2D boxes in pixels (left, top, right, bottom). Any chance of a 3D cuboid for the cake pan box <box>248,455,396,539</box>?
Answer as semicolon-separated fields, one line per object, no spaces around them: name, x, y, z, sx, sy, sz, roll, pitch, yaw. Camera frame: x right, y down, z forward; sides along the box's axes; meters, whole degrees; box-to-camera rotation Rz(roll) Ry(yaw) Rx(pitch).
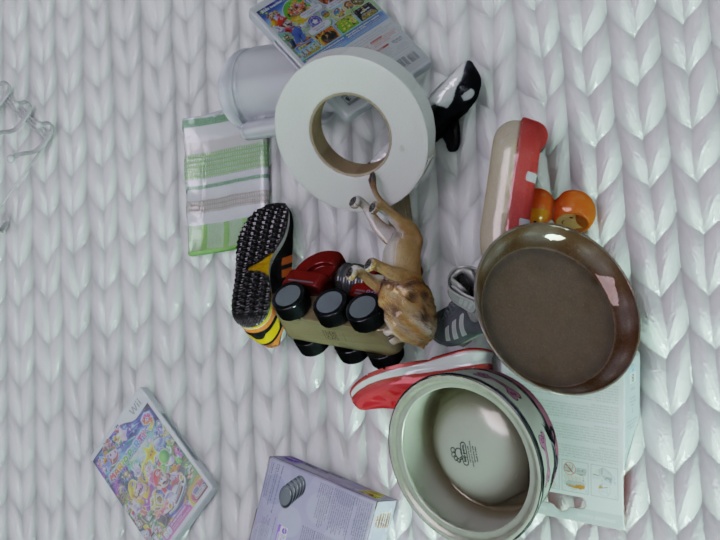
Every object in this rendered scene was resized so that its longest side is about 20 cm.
cake pan box;-0.059;0.358;1.749;0.183;0.052;0.202;14;92;38

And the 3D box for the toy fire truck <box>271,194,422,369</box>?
toy fire truck;0.000;0.000;1.728;0.175;0.129;0.201;7;52;34

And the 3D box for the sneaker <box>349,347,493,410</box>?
sneaker;0.077;0.170;1.662;0.199;0.078;0.117;-20;71;33

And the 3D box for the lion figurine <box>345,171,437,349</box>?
lion figurine;0.045;-0.012;1.622;0.072;0.122;0.202;-30;43;44

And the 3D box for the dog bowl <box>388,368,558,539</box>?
dog bowl;0.131;0.199;1.519;0.198;0.074;0.203;13;112;34

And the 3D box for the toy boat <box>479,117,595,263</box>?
toy boat;0.208;-0.071;1.591;0.129;0.131;0.203;8;88;6

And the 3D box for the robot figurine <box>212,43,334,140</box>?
robot figurine;-0.107;-0.243;1.815;0.198;0.113;0.171;-2;50;29

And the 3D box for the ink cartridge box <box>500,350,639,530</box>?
ink cartridge box;0.240;0.183;1.577;0.159;0.047;0.203;6;103;35

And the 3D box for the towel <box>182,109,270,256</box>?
towel;-0.190;-0.127;1.916;0.148;0.031;0.203;-9;79;35

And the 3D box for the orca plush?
orca plush;0.089;-0.166;1.701;0.071;0.105;0.200;42;99;-5

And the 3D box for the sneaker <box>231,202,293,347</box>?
sneaker;-0.122;0.008;1.829;0.069;0.090;0.202;-5;55;19

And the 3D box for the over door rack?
over door rack;-0.581;-0.183;2.176;0.148;0.066;0.201;40;107;33

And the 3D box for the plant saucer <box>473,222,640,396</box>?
plant saucer;0.210;0.045;1.493;0.035;0.198;0.202;127;129;-60

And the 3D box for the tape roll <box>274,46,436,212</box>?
tape roll;-0.006;-0.169;1.661;0.200;0.037;0.205;9;118;16

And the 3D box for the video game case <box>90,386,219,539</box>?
video game case;-0.294;0.286;1.943;0.200;0.018;0.144;48;111;30

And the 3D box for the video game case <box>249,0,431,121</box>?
video game case;-0.026;-0.295;1.745;0.143;0.018;0.200;-35;72;-22

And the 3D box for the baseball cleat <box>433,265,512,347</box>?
baseball cleat;0.124;0.037;1.598;0.070;0.107;0.199;-53;21;-25
